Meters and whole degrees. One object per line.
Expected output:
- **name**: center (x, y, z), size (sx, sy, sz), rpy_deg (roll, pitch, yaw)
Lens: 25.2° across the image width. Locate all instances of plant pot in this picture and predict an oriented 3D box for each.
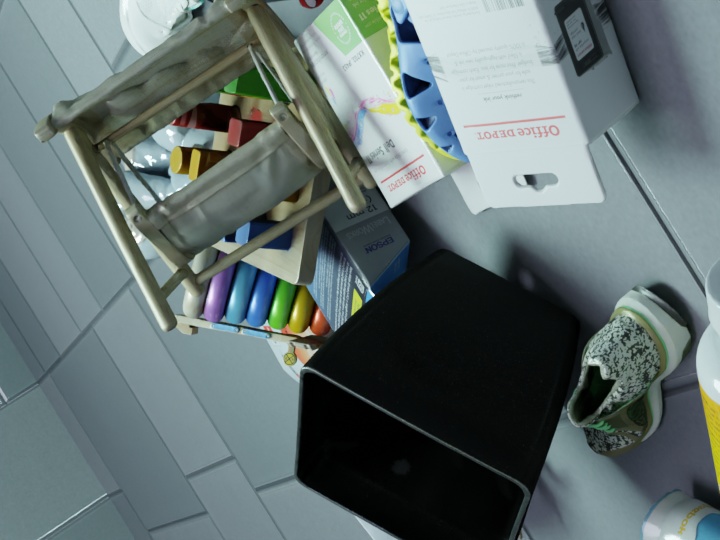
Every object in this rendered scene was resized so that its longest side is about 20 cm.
- **plant pot**: center (0.076, 0.108, 1.321), size (0.198, 0.178, 0.201), rpy_deg (27, 148, 13)

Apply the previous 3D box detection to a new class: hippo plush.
- **hippo plush**: center (-0.172, -0.096, 1.634), size (0.200, 0.158, 0.161), rpy_deg (50, 157, 19)

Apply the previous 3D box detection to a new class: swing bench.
- **swing bench**: center (-0.121, -0.096, 1.309), size (0.201, 0.198, 0.130), rpy_deg (58, -169, -8)

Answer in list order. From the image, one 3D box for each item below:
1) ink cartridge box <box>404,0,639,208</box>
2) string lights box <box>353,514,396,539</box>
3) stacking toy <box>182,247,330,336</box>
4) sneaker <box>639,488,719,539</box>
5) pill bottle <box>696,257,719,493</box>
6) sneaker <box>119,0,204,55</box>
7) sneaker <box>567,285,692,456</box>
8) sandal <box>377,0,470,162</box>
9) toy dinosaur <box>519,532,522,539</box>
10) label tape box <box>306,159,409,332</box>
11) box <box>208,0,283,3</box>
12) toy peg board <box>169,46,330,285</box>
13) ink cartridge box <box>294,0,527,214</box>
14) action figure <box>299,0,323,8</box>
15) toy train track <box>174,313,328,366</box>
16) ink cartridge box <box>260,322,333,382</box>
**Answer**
- **ink cartridge box**: center (0.108, -0.147, 1.083), size (0.115, 0.067, 0.202), rpy_deg (0, 120, 47)
- **string lights box**: center (0.046, 0.218, 1.590), size (0.103, 0.059, 0.200), rpy_deg (50, -170, 17)
- **stacking toy**: center (-0.072, 0.031, 1.602), size (0.197, 0.086, 0.086), rpy_deg (16, 153, -2)
- **sneaker**: center (0.281, 0.272, 1.287), size (0.080, 0.076, 0.202), rpy_deg (24, 142, 50)
- **pill bottle**: center (0.272, 0.084, 1.014), size (0.112, 0.112, 0.202), rpy_deg (28, 143, 50)
- **sneaker**: center (-0.181, -0.268, 1.558), size (0.088, 0.075, 0.201), rpy_deg (33, 148, 23)
- **sneaker**: center (0.184, 0.092, 1.233), size (0.077, 0.088, 0.201), rpy_deg (46, 155, 25)
- **sandal**: center (0.062, -0.169, 1.173), size (0.087, 0.079, 0.202), rpy_deg (7, 127, 57)
- **toy dinosaur**: center (0.090, 0.160, 1.518), size (0.199, 0.086, 0.136), rpy_deg (34, -158, -7)
- **label tape box**: center (0.000, 0.000, 1.489), size (0.201, 0.066, 0.144), rpy_deg (56, 158, 28)
- **box**: center (-0.148, -0.283, 1.346), size (0.197, 0.050, 0.199), rpy_deg (25, 174, -29)
- **toy peg board**: center (-0.115, -0.109, 1.455), size (0.199, 0.097, 0.202), rpy_deg (23, 105, 57)
- **ink cartridge box**: center (0.039, -0.126, 1.280), size (0.201, 0.067, 0.117), rpy_deg (59, 157, -1)
- **action figure**: center (-0.037, -0.258, 1.207), size (0.065, 0.098, 0.201), rpy_deg (51, 152, 19)
- **toy train track**: center (-0.093, 0.077, 1.624), size (0.197, 0.033, 0.115), rpy_deg (11, -178, 10)
- **ink cartridge box**: center (-0.030, 0.123, 1.767), size (0.162, 0.050, 0.202), rpy_deg (-4, 112, 65)
